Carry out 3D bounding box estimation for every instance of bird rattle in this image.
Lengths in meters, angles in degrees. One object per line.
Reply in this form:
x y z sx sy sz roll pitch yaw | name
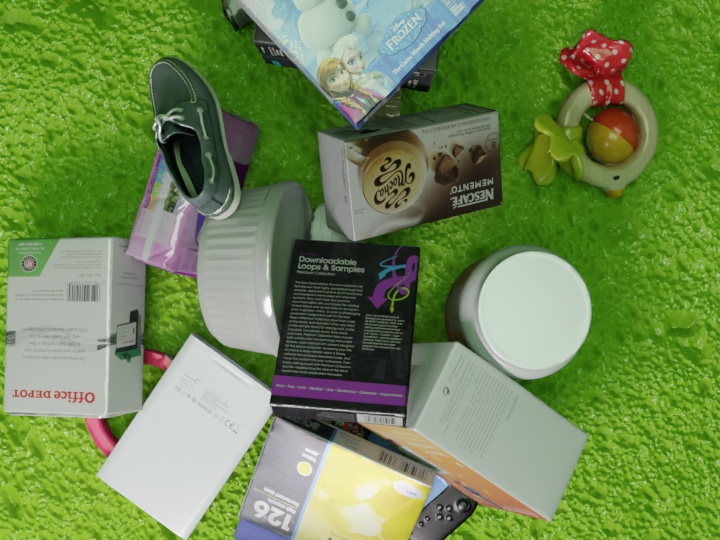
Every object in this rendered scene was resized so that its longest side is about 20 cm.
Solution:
0.282 -0.180 1.281 0.162 0.113 0.201 35 77 -12 | bird rattle

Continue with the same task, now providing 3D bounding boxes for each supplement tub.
0.175 0.048 1.204 0.143 0.200 0.148 0 86 -3 | supplement tub

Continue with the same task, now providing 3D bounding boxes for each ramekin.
-0.116 -0.001 1.217 0.093 0.202 0.206 0 90 13 | ramekin

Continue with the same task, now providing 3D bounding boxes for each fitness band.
-0.241 0.186 1.292 0.200 0.037 0.144 44 92 1 | fitness band

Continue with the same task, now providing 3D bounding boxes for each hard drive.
-0.201 0.195 1.260 0.131 0.025 0.201 35 92 0 | hard drive

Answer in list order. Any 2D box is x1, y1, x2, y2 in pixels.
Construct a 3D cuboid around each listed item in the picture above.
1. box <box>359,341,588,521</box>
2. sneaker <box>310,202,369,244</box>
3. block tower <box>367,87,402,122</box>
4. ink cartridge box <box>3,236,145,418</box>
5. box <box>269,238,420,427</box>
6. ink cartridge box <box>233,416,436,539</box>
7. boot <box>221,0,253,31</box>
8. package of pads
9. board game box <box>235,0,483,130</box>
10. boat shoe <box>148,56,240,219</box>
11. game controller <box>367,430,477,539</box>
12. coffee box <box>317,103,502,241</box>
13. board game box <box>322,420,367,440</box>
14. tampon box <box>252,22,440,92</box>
0.123 0.176 1.192 0.199 0.152 0.107 35 72 -17 | box
0.000 0.000 1.240 0.098 0.078 0.202 -16 58 1 | sneaker
0.025 -0.233 1.282 0.057 0.054 0.204 5 89 -1 | block tower
-0.330 0.065 1.241 0.144 0.084 0.204 0 87 20 | ink cartridge box
-0.012 0.062 1.140 0.140 0.036 0.203 4 62 6 | box
-0.038 0.279 1.236 0.195 0.047 0.202 22 111 3 | ink cartridge box
-0.125 -0.397 1.276 0.128 0.068 0.203 -12 91 1 | boot
-0.191 -0.096 1.245 0.075 0.120 0.203 17 90 24 | package of pads
-0.002 -0.286 1.083 0.200 0.043 0.199 -45 90 1 | board game box
-0.188 -0.151 1.150 0.072 0.062 0.202 -29 71 20 | boat shoe
0.048 0.236 1.287 0.104 0.042 0.200 -42 89 0 | game controller
0.059 -0.116 1.221 0.197 0.080 0.115 -13 110 -23 | coffee box
-0.039 0.236 1.264 0.103 0.024 0.203 -3 110 4 | board game box
-0.006 -0.285 1.180 0.197 0.150 0.128 10 91 0 | tampon box
